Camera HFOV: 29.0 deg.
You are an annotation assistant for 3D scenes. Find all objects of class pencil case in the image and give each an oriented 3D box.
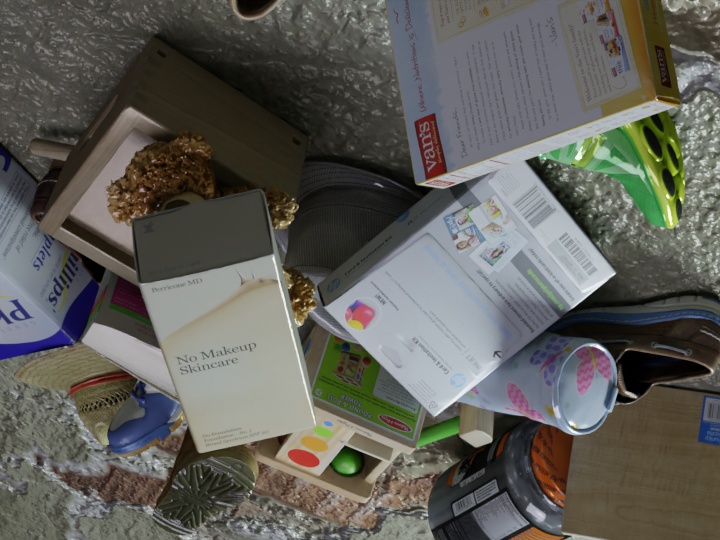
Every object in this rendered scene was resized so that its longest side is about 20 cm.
[{"bbox_3d":[0.132,0.090,1.238,0.199,0.084,0.091,9,152,51],"label":"pencil case"}]

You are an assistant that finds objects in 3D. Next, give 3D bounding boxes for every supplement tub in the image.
[{"bbox_3d":[0.166,0.225,1.415,0.122,0.123,0.200,30,141,-16],"label":"supplement tub"}]

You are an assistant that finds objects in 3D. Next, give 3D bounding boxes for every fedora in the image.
[{"bbox_3d":[0.000,0.000,1.222,0.199,0.091,0.177,25,142,-10],"label":"fedora"}]

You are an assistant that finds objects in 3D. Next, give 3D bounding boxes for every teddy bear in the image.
[{"bbox_3d":[-0.114,-0.011,1.090,0.143,0.067,0.201,-6,130,8],"label":"teddy bear"}]

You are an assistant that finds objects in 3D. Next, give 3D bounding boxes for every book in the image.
[{"bbox_3d":[-0.163,0.023,1.232,0.133,0.201,0.048,31,121,-16],"label":"book"}]

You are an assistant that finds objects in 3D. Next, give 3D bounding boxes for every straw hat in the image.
[{"bbox_3d":[-0.248,0.131,1.416,0.199,0.086,0.201,-12,167,-3],"label":"straw hat"}]

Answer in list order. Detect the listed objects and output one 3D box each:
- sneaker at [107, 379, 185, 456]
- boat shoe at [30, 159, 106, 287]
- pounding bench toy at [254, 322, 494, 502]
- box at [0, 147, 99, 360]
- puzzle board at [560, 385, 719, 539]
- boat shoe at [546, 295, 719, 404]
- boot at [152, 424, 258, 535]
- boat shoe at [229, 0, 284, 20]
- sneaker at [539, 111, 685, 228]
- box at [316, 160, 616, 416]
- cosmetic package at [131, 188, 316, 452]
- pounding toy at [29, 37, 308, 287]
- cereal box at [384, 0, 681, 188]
[{"bbox_3d":[-0.186,0.084,1.340,0.075,0.200,0.088,19,155,53],"label":"sneaker"},{"bbox_3d":[-0.238,-0.016,1.321,0.070,0.071,0.200,-15,133,35],"label":"boat shoe"},{"bbox_3d":[0.018,0.147,1.374,0.198,0.125,0.156,23,143,-8],"label":"pounding bench toy"},{"bbox_3d":[-0.378,-0.013,1.352,0.183,0.106,0.200,-12,135,35],"label":"box"},{"bbox_3d":[0.295,0.187,1.297,0.198,0.152,0.017,7,163,13],"label":"puzzle board"},{"bbox_3d":[0.230,0.077,1.240,0.199,0.073,0.072,-19,131,39],"label":"boat shoe"},{"bbox_3d":[-0.135,0.141,1.368,0.066,0.201,0.175,32,138,-19],"label":"boot"},{"bbox_3d":[-0.032,-0.243,0.949,0.071,0.065,0.200,27,142,-13],"label":"boat shoe"},{"bbox_3d":[0.172,-0.109,1.034,0.083,0.074,0.200,-27,115,40],"label":"sneaker"},{"bbox_3d":[0.089,0.008,1.150,0.200,0.041,0.156,-40,119,9],"label":"box"},{"bbox_3d":[-0.100,0.043,1.059,0.103,0.073,0.201,-13,137,-1],"label":"cosmetic package"},{"bbox_3d":[-0.175,-0.081,1.176,0.183,0.143,0.200,32,127,-19],"label":"pounding toy"},{"bbox_3d":[0.111,-0.152,0.949,0.199,0.145,0.039,-17,167,39],"label":"cereal box"}]
